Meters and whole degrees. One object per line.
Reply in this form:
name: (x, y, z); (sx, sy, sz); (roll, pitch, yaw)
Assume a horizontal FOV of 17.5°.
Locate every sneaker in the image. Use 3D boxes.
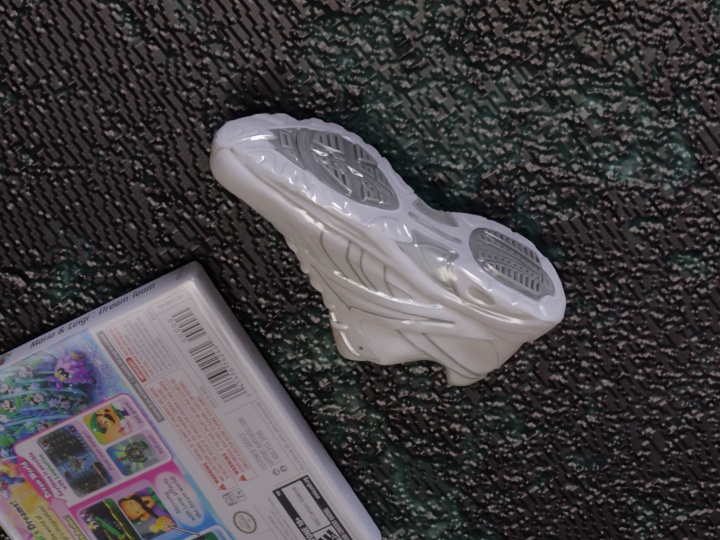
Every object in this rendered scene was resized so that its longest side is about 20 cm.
sneaker: (0.000, 0.000, 1.178); (0.199, 0.078, 0.100); (32, 120, -11)

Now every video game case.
video game case: (-0.114, 0.111, 1.277); (0.181, 0.024, 0.201); (-25, 115, 18)
